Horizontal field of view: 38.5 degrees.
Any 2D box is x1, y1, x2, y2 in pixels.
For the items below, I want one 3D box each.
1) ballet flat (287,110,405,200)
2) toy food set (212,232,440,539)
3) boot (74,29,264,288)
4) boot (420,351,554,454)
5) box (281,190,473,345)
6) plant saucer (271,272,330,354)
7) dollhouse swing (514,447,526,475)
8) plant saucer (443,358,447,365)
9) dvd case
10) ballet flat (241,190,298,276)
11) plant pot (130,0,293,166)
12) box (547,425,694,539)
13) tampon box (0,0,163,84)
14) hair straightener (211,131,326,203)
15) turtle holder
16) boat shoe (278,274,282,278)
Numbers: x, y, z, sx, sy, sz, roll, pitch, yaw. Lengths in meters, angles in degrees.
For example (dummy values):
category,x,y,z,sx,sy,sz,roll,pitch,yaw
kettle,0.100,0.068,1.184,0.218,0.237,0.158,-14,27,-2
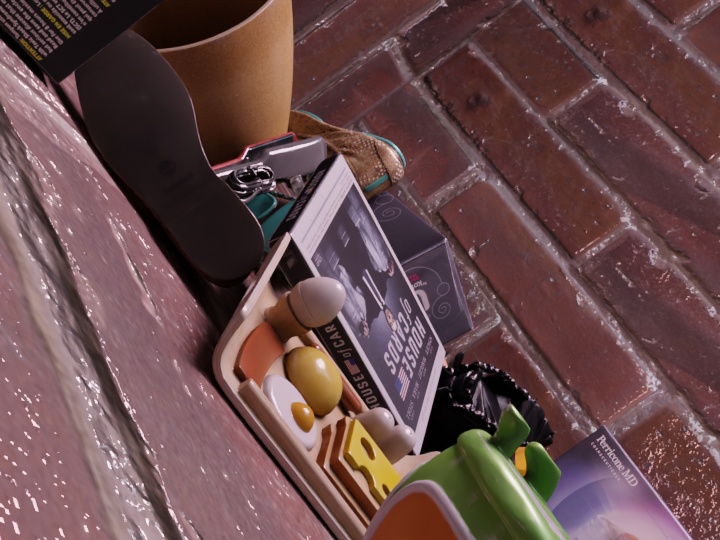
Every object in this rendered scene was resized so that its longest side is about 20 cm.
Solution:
category,x,y,z,sx,sy,sz,roll,pitch,yaw
ballet flat,-0.039,-0.113,1.018,0.200,0.065,0.071,21,-31,51
toy food set,-0.008,0.081,0.651,0.200,0.060,0.144,54,16,-13
boot,-0.138,-0.073,0.718,0.201,0.073,0.075,59,-15,4
boot,0.109,0.153,0.949,0.198,0.074,0.162,38,-32,-23
box,0.000,0.000,0.984,0.200,0.122,0.107,43,-22,55
plant saucer,-0.031,0.087,0.821,0.201,0.032,0.200,55,4,-5
dollhouse swing,0.198,0.259,0.837,0.181,0.177,0.200,11,-18,16
plant saucer,0.041,0.110,1.092,0.200,0.037,0.201,47,30,-38
dvd case,0.005,0.027,0.793,0.201,0.025,0.151,61,24,-19
ballet flat,-0.065,-0.029,0.896,0.074,0.074,0.200,53,-9,-32
plant pot,-0.139,-0.181,0.957,0.187,0.185,0.201,57,-14,40
box,0.237,0.304,1.050,0.123,0.198,0.200,51,4,-48
tampon box,-0.177,-0.256,0.679,0.126,0.200,0.150,51,3,-45
hair straightener,-0.086,-0.089,0.890,0.200,0.077,0.041,-20,116,-56
turtle holder,0.070,0.167,0.557,0.141,0.131,0.186,54,2,14
boat shoe,-0.075,-0.046,1.167,0.064,0.070,0.200,62,3,-11
